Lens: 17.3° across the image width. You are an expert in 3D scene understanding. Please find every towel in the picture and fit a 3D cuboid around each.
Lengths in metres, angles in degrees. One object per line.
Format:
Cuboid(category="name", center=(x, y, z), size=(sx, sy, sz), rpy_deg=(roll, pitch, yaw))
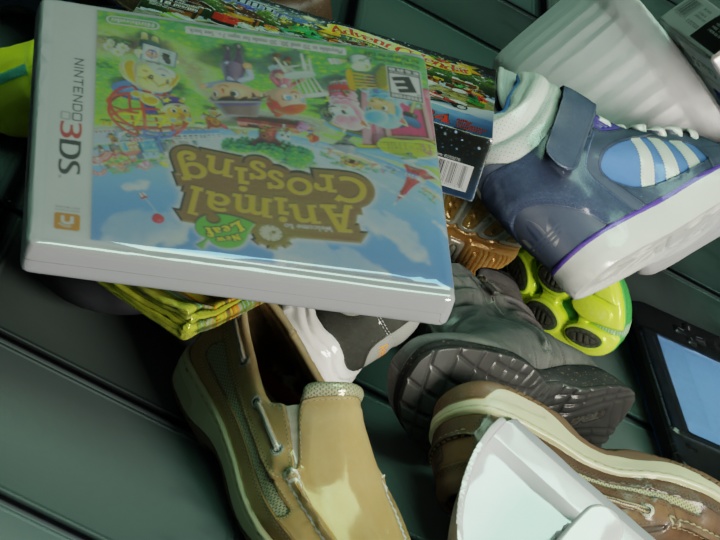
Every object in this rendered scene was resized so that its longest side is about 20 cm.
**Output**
Cuboid(category="towel", center=(-0.055, -0.023, 1.160), size=(0.086, 0.018, 0.200), rpy_deg=(33, 33, 22))

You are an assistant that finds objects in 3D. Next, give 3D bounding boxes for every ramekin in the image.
Cuboid(category="ramekin", center=(0.174, -0.093, 1.563), size=(0.200, 0.098, 0.200), rpy_deg=(54, 2, -2))

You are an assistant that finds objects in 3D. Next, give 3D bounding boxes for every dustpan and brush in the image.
Cuboid(category="dustpan and brush", center=(0.078, 0.161, 1.090), size=(0.140, 0.057, 0.200), rpy_deg=(41, 55, 3))

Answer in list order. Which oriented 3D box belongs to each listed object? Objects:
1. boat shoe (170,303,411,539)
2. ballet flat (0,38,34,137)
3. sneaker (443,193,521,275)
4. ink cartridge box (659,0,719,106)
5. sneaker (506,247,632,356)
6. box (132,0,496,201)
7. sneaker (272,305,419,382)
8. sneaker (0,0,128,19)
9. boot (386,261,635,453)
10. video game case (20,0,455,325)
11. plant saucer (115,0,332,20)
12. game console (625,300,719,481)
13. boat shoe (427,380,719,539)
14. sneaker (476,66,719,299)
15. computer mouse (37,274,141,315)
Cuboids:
Cuboid(category="boat shoe", center=(-0.024, 0.083, 1.105), size=(0.072, 0.076, 0.200), rpy_deg=(6, 35, -44))
Cuboid(category="ballet flat", center=(-0.134, -0.106, 1.341), size=(0.200, 0.067, 0.067), rpy_deg=(-6, 74, -52))
Cuboid(category="sneaker", center=(0.011, -0.068, 1.438), size=(0.200, 0.076, 0.088), rpy_deg=(26, 25, -14))
Cuboid(category="ink cartridge box", center=(0.261, -0.077, 1.487), size=(0.200, 0.037, 0.095), rpy_deg=(56, 1, -25))
Cuboid(category="sneaker", center=(0.125, -0.023, 1.486), size=(0.084, 0.074, 0.200), rpy_deg=(9, 32, -34))
Cuboid(category="box", center=(-0.027, -0.103, 1.277), size=(0.200, 0.038, 0.137), rpy_deg=(17, 21, -2))
Cuboid(category="sneaker", center=(0.000, 0.000, 1.256), size=(0.074, 0.079, 0.200), rpy_deg=(59, 10, -21))
Cuboid(category="sneaker", center=(-0.195, -0.191, 1.427), size=(0.200, 0.078, 0.075), rpy_deg=(28, 24, -8))
Cuboid(category="boot", center=(0.051, 0.042, 1.301), size=(0.132, 0.070, 0.200), rpy_deg=(45, 16, 34))
Cuboid(category="video game case", center=(-0.059, -0.055, 1.136), size=(0.200, 0.022, 0.182), rpy_deg=(8, 43, -12))
Cuboid(category="plant saucer", center=(-0.097, -0.199, 1.422), size=(0.200, 0.034, 0.200), rpy_deg=(26, 31, -17))
Cuboid(category="game console", center=(0.269, 0.064, 1.437), size=(0.171, 0.118, 0.200), rpy_deg=(24, 24, -17))
Cuboid(category="boat shoe", center=(0.120, 0.132, 1.209), size=(0.202, 0.075, 0.075), rpy_deg=(24, 47, -16))
Cuboid(category="sneaker", center=(0.145, -0.076, 1.409), size=(0.200, 0.081, 0.146), rpy_deg=(-26, 74, -43))
Cuboid(category="computer mouse", center=(-0.105, -0.023, 1.219), size=(0.138, 0.053, 0.200), rpy_deg=(13, 27, 13))
